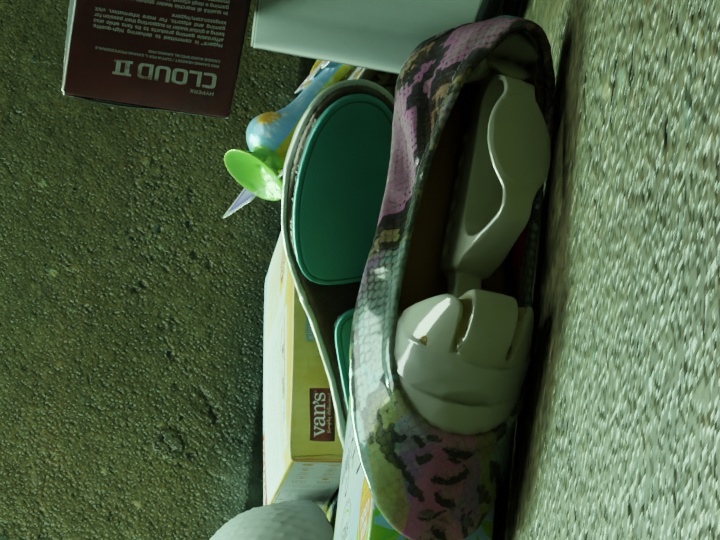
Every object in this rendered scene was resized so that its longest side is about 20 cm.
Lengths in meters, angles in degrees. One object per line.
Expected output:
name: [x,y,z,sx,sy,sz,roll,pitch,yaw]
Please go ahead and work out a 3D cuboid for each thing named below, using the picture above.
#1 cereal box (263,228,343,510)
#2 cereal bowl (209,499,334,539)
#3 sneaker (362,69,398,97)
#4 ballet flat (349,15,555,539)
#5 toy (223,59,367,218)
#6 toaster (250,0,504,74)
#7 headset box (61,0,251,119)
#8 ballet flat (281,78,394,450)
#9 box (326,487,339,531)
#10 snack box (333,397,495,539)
cereal box: [-0.028,0.049,1.264,0.200,0.039,0.144,114,156,-76]
cereal bowl: [-0.053,0.224,1.244,0.200,0.083,0.200,173,90,-78]
sneaker: [0.014,-0.071,1.307,0.090,0.067,0.200,-94,7,-47]
ballet flat: [0.039,-0.003,0.851,0.071,0.069,0.200,151,129,-62]
toy: [-0.011,-0.124,1.187,0.200,0.047,0.115,-60,13,-25]
toaster: [0.021,-0.196,1.065,0.200,0.119,0.181,108,170,-73]
headset box: [-0.077,-0.171,1.000,0.149,0.077,0.200,-92,11,-61]
ballet flat: [0.000,0.000,1.112,0.069,0.069,0.200,-91,-8,-69]
box: [0.012,0.075,1.270,0.137,0.038,0.200,-89,8,-54]
snack box: [0.023,0.068,0.973,0.200,0.053,0.142,108,168,-72]
